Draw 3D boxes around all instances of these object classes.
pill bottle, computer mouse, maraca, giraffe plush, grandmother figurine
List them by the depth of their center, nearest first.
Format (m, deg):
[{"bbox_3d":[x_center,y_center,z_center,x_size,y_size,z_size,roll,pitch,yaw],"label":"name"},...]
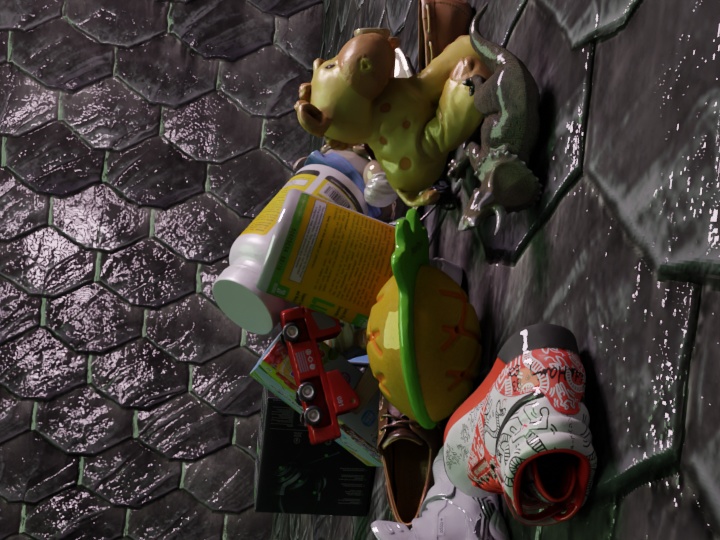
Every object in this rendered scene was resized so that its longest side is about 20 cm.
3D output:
[{"bbox_3d":[0.056,0.046,0.802,0.137,0.106,0.202,-50,-47,-71],"label":"maraca"},{"bbox_3d":[0.023,-0.165,0.860,0.201,0.161,0.173,-62,11,6],"label":"giraffe plush"},{"bbox_3d":[0.000,0.000,0.905,0.111,0.198,0.112,-160,90,-84],"label":"pill bottle"},{"bbox_3d":[0.027,-0.033,1.002,0.200,0.044,0.110,-47,18,11],"label":"computer mouse"},{"bbox_3d":[-0.083,-0.024,1.022,0.200,0.112,0.113,-52,-11,-34],"label":"pill bottle"},{"bbox_3d":[0.024,-0.176,1.029,0.121,0.060,0.203,6,-98,-58],"label":"grandmother figurine"}]

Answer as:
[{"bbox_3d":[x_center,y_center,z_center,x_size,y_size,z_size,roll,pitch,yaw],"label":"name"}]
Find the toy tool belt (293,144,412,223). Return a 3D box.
[{"bbox_3d":[-0.023,-0.124,1.139,0.123,0.200,0.125,-41,-3,-19],"label":"toy tool belt"}]

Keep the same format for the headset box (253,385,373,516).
[{"bbox_3d":[-0.067,0.266,1.293,0.093,0.172,0.202,-115,30,-71],"label":"headset box"}]

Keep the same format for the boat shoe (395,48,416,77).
[{"bbox_3d":[0.061,-0.197,1.122,0.059,0.071,0.202,33,-142,-54],"label":"boat shoe"}]

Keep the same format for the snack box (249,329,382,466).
[{"bbox_3d":[-0.032,0.154,1.052,0.068,0.199,0.169,-51,3,-17],"label":"snack box"}]

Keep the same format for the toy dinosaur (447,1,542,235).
[{"bbox_3d":[0.122,-0.123,0.726,0.102,0.076,0.203,-179,99,-69],"label":"toy dinosaur"}]

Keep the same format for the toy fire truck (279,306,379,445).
[{"bbox_3d":[-0.001,0.125,0.937,0.049,0.139,0.202,125,131,-72],"label":"toy fire truck"}]

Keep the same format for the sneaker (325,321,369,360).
[{"bbox_3d":[0.019,0.077,1.052,0.199,0.087,0.077,-10,72,63],"label":"sneaker"}]

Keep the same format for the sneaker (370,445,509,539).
[{"bbox_3d":[0.057,0.215,0.725,0.201,0.113,0.076,-100,19,-60],"label":"sneaker"}]

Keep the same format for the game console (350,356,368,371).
[{"bbox_3d":[0.009,0.064,1.137,0.119,0.170,0.203,27,-113,-71],"label":"game console"}]

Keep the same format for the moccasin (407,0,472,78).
[{"bbox_3d":[0.075,-0.208,0.987,0.074,0.077,0.204,-108,25,-68],"label":"moccasin"}]

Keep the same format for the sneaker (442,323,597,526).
[{"bbox_3d":[0.106,0.140,0.618,0.202,0.066,0.109,108,167,-45],"label":"sneaker"}]

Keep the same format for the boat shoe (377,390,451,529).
[{"bbox_3d":[0.052,0.162,0.859,0.068,0.071,0.202,37,-136,-59],"label":"boat shoe"}]
